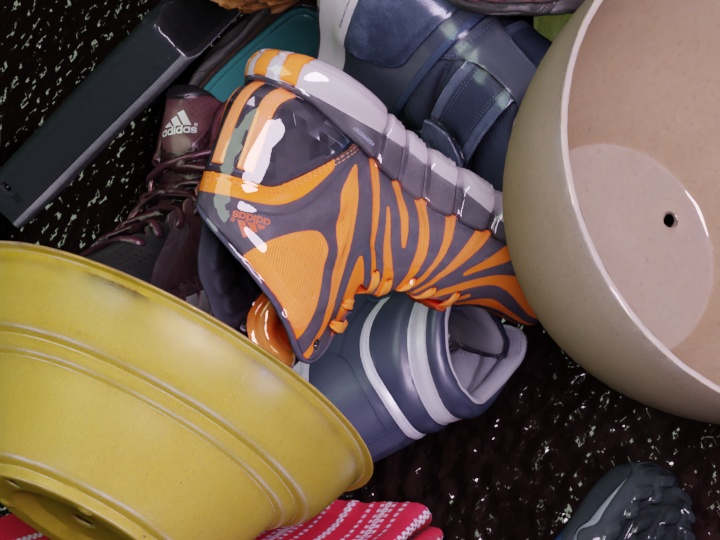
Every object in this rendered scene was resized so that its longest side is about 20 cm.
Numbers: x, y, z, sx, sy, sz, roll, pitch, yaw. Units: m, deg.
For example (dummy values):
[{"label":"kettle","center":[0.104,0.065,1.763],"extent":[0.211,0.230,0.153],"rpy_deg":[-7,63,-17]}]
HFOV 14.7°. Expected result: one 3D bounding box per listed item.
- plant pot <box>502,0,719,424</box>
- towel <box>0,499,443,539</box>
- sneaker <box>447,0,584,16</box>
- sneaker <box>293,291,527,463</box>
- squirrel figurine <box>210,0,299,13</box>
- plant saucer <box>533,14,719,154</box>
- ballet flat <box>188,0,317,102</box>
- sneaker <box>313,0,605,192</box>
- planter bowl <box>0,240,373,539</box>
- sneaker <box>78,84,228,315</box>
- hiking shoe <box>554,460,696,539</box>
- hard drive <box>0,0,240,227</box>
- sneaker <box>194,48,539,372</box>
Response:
[{"label":"plant pot","center":[0.136,-0.025,1.129],"extent":[0.134,0.200,0.201],"rpy_deg":[-29,47,60]},{"label":"towel","center":[-0.082,0.126,1.266],"extent":[0.200,0.145,0.023],"rpy_deg":[6,111,40]},{"label":"sneaker","center":[0.129,-0.135,1.173],"extent":[0.200,0.095,0.079],"rpy_deg":[-11,60,9]},{"label":"sneaker","center":[0.017,0.002,1.306],"extent":[0.108,0.070,0.200],"rpy_deg":[-23,47,25]},{"label":"squirrel figurine","center":[-0.056,-0.221,1.263],"extent":[0.141,0.187,0.200],"rpy_deg":[-22,19,46]},{"label":"plant saucer","center":[0.166,-0.137,1.260],"extent":[0.200,0.031,0.200],"rpy_deg":[-23,53,35]},{"label":"ballet flat","center":[-0.011,-0.139,1.418],"extent":[0.200,0.067,0.064],"rpy_deg":[-38,16,21]},{"label":"sneaker","center":[0.049,-0.067,1.271],"extent":[0.146,0.202,0.077],"rpy_deg":[42,79,12]},{"label":"planter bowl","center":[-0.101,0.076,1.188],"extent":[0.200,0.200,0.084],"rpy_deg":[5,61,46]},{"label":"sneaker","center":[-0.099,-0.030,1.323],"extent":[0.076,0.200,0.116],"rpy_deg":[-2,92,32]},{"label":"hiking shoe","center":[0.062,0.160,1.168],"extent":[0.087,0.074,0.200],"rpy_deg":[34,94,48]},{"label":"hard drive","center":[-0.104,-0.111,1.420],"extent":[0.140,0.033,0.200],"rpy_deg":[-50,7,-39]},{"label":"sneaker","center":[0.000,0.000,1.168],"extent":[0.078,0.200,0.112],"rpy_deg":[9,70,51]}]
